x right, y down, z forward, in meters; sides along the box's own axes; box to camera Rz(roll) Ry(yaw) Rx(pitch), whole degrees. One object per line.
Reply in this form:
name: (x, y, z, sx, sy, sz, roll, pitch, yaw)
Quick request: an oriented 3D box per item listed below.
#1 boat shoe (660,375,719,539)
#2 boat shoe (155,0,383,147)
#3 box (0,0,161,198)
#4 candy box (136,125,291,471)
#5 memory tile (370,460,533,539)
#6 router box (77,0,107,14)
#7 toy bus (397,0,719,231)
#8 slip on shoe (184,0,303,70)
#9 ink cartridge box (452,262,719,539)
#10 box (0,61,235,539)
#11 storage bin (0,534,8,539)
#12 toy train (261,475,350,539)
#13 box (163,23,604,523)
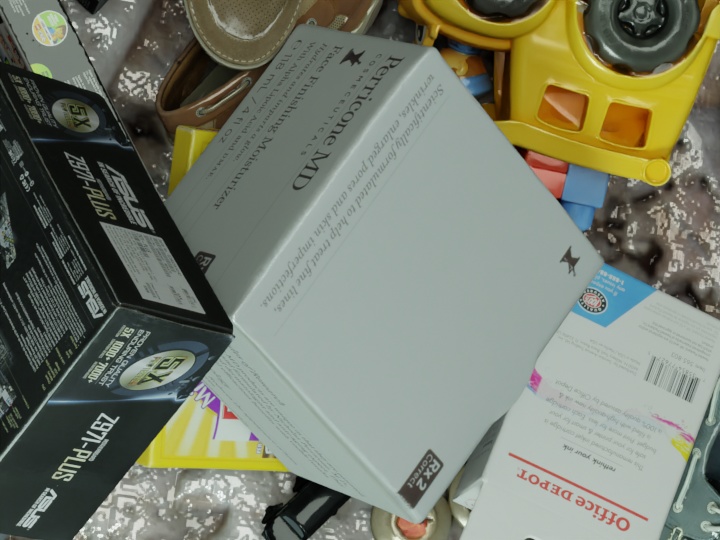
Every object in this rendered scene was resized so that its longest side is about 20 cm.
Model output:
boat shoe: (0.220, 0.139, 1.650, 0.073, 0.062, 0.201, 15, 84, -9)
boat shoe: (-0.050, -0.149, 1.602, 0.200, 0.076, 0.072, -57, 141, -10)
box: (-0.178, -0.111, 1.570, 0.035, 0.110, 0.200, -27, 92, -11)
candy box: (-0.073, 0.019, 1.588, 0.102, 0.026, 0.201, 4, 97, -29)
memory tile: (0.098, 0.210, 1.646, 0.153, 0.017, 0.201, -15, 89, -11)
router box: (-0.149, -0.280, 1.615, 0.157, 0.052, 0.200, 43, 80, -5)
toy bus: (0.104, -0.113, 1.624, 0.199, 0.136, 0.192, 15, 99, -7)
slip on shoe: (-0.053, -0.213, 1.532, 0.076, 0.061, 0.201, 14, 95, -12)
ink cartridge box: (0.133, 0.104, 1.615, 0.115, 0.068, 0.200, 26, 70, -7)
box: (-0.178, 0.016, 1.444, 0.086, 0.200, 0.164, 16, 122, -45)
storage bin: (-0.275, 0.102, 1.536, 0.200, 0.146, 0.134, 39, 108, -6)
toy train: (0.016, 0.094, 1.624, 0.034, 0.046, 0.200, 45, 80, -5)
box: (0.000, 0.000, 1.535, 0.199, 0.131, 0.200, -54, 127, -17)
